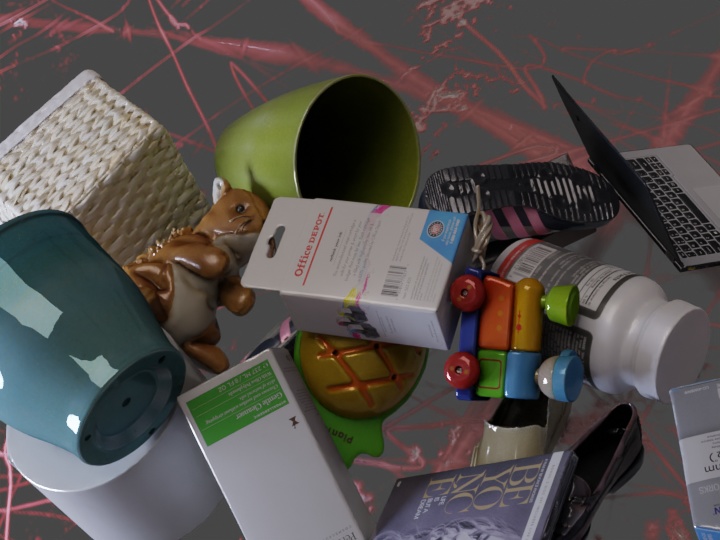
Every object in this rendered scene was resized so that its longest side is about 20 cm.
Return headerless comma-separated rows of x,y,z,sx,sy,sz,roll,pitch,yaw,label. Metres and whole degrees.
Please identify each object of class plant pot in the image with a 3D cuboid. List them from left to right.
-0.273,0.076,1.466,0.188,0.200,0.200,36,73,25,plant pot
-0.067,-0.122,1.747,0.200,0.187,0.187,5,54,47,plant pot

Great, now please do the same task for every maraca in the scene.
-0.005,0.095,1.547,0.107,0.137,0.201,165,126,-77,maraca

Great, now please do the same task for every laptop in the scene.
0.301,-0.102,1.517,0.199,0.116,0.188,-8,42,-22,laptop

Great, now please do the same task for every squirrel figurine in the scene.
-0.181,-0.008,1.687,0.200,0.141,0.187,6,60,58,squirrel figurine

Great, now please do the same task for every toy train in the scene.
0.149,0.022,1.427,0.115,0.085,0.201,4,87,27,toy train

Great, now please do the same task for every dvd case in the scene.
0.085,0.228,1.362,0.199,0.016,0.149,-15,33,38,dvd case

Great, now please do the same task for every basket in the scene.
-0.300,-0.084,1.799,0.161,0.198,0.200,32,71,36,basket

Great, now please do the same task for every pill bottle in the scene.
0.222,0.050,1.486,0.200,0.116,0.116,22,65,37,pill bottle

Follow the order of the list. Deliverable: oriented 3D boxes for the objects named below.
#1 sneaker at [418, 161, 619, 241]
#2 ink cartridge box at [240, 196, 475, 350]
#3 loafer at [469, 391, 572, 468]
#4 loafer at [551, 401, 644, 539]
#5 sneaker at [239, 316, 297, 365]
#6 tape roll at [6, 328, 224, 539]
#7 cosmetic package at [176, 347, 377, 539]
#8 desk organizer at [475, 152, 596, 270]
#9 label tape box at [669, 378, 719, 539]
0.153,-0.061,1.543,0.199,0.082,0.070,3,61,-9,sneaker
0.000,0.000,1.485,0.199,0.068,0.115,7,56,21,ink cartridge box
0.139,0.172,1.457,0.075,0.068,0.201,3,54,29,loafer
0.187,0.186,1.381,0.072,0.063,0.200,23,43,30,loafer
-0.050,0.058,1.638,0.200,0.070,0.082,-39,26,-18,sneaker
-0.239,0.167,1.593,0.202,0.139,0.203,-13,51,17,tape roll
-0.076,0.184,1.472,0.107,0.085,0.201,-29,83,6,cosmetic package
0.141,-0.037,1.609,0.199,0.077,0.072,-26,72,5,desk organizer
0.311,0.210,1.289,0.066,0.143,0.201,-12,49,16,label tape box
